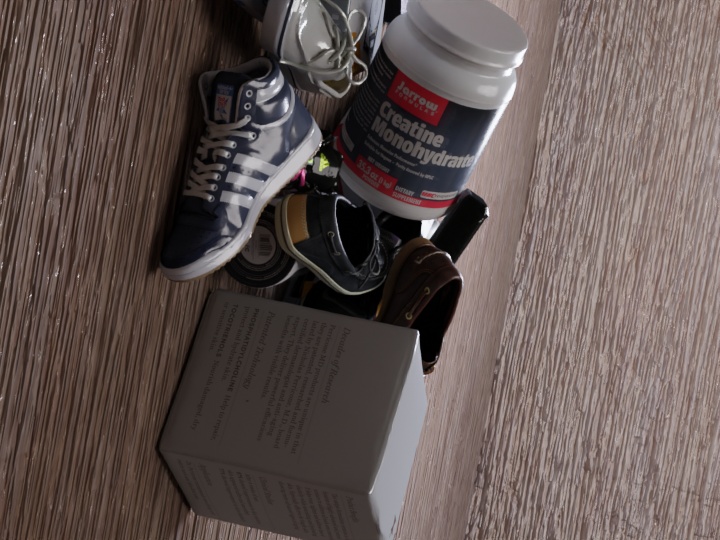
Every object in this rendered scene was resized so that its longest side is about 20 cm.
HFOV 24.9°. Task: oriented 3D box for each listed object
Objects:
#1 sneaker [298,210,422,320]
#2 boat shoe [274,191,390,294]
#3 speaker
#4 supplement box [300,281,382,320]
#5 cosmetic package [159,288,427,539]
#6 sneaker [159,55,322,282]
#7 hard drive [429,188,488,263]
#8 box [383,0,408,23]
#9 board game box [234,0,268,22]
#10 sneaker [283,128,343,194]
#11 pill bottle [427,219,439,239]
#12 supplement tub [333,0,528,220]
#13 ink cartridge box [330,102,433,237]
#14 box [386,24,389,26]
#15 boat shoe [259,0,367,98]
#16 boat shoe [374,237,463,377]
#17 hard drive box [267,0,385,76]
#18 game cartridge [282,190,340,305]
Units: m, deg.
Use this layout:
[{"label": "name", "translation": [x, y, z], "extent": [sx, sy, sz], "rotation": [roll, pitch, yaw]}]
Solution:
[{"label": "sneaker", "translation": [0.000, 0.000, 1.618], "extent": [0.200, 0.075, 0.088], "rotation": [-56, 173, -43]}, {"label": "boat shoe", "translation": [-0.011, -0.026, 1.493], "extent": [0.200, 0.062, 0.075], "rotation": [31, 51, -63]}, {"label": "speaker", "translation": [-0.070, -0.033, 1.572], "extent": [0.200, 0.080, 0.082], "rotation": [-22, 122, -76]}, {"label": "supplement box", "translation": [-0.008, 0.077, 1.768], "extent": [0.200, 0.085, 0.112], "rotation": [17, 83, -78]}, {"label": "cosmetic package", "translation": [-0.055, 0.143, 1.507], "extent": [0.168, 0.198, 0.168], "rotation": [80, 24, -60]}, {"label": "sneaker", "translation": [-0.116, -0.091, 1.350], "extent": [0.200, 0.070, 0.109], "rotation": [-52, 135, -29]}, {"label": "hard drive", "translation": [0.085, -0.019, 1.721], "extent": [0.140, 0.033, 0.200], "rotation": [-56, 180, 5]}, {"label": "box", "translation": [0.028, -0.386, 1.733], "extent": [0.142, 0.078, 0.201], "rotation": [-69, 164, -48]}, {"label": "board game box", "translation": [-0.051, -0.311, 1.371], "extent": [0.201, 0.043, 0.199], "rotation": [-60, 167, 2]}, {"label": "sneaker", "translation": [-0.066, -0.106, 1.510], "extent": [0.200, 0.087, 0.075], "rotation": [6, 94, -77]}, {"label": "pill bottle", "translation": [0.032, 0.031, 2.010], "extent": [0.111, 0.110, 0.202], "rotation": [-40, 139, -71]}, {"label": "supplement tub", "translation": [0.068, -0.165, 1.610], "extent": [0.201, 0.139, 0.141], "rotation": [-64, 177, 30]}, {"label": "ink cartridge box", "translation": [0.036, -0.121, 1.863], "extent": [0.200, 0.082, 0.147], "rotation": [-63, 144, -63]}, {"label": "box", "translation": [0.083, -0.352, 1.904], "extent": [0.117, 0.060, 0.202], "rotation": [49, -32, 44]}, {"label": "boat shoe", "translation": [-0.031, -0.191, 1.406], "extent": [0.202, 0.085, 0.075], "rotation": [77, 35, -75]}, {"label": "boat shoe", "translation": [0.046, 0.069, 1.591], "extent": [0.070, 0.070, 0.202], "rotation": [-12, 131, -37]}, {"label": "hard drive box", "translation": [-0.024, -0.293, 1.570], "extent": [0.156, 0.076, 0.202], "rotation": [-46, 144, -70]}, {"label": "game cartridge", "translation": [-0.047, 0.026, 1.829], "extent": [0.134, 0.041, 0.201], "rotation": [92, 14, -50]}]
